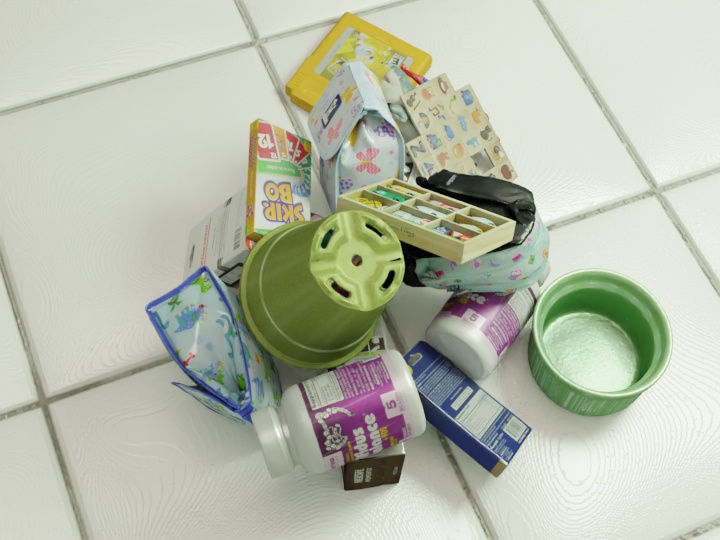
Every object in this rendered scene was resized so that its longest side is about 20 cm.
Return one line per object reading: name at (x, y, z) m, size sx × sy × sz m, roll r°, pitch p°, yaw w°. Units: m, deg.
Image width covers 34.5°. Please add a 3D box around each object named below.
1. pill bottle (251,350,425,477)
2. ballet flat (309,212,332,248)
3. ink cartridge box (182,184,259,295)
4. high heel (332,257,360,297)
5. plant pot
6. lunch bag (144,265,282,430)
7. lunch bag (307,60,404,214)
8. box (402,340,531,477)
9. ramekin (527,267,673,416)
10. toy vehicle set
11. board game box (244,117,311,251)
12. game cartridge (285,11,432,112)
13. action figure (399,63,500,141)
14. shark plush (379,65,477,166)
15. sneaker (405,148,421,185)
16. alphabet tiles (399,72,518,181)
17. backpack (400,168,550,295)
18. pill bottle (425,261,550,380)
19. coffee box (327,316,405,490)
pill bottle at (-0.029, 0.182, 1.424) m, size 0.198 × 0.113 × 0.113 m, roll -20°, pitch 63°, yaw -6°
ballet flat at (-0.099, 0.009, 1.649) m, size 0.069 × 0.202 × 0.071 m, roll 13°, pitch 17°, yaw -45°
ink cartridge box at (-0.174, -0.040, 1.664) m, size 0.067 × 0.199 × 0.117 m, roll 25°, pitch 53°, yaw -31°
high heel at (0.000, 0.000, 1.613) m, size 0.067 × 0.097 × 0.199 m, roll 24°, pitch 28°, yaw 26°
plant pot at (-0.032, 0.009, 1.449) m, size 0.198 × 0.190 × 0.202 m, roll 6°, pitch 74°, yaw -20°
lunch bag at (-0.179, 0.124, 1.537) m, size 0.127 × 0.170 × 0.201 m, roll -36°, pitch 67°, yaw -1°
lunch bag at (-0.005, -0.177, 1.641) m, size 0.126 × 0.202 × 0.170 m, roll -5°, pitch 35°, yaw -9°
box at (0.132, 0.183, 1.572) m, size 0.200 × 0.033 × 0.121 m, roll 40°, pitch 28°, yaw 9°
ramekin at (0.332, 0.107, 1.641) m, size 0.197 × 0.098 × 0.202 m, roll 2°, pitch 60°, yaw -4°
toy vehicle set at (0.083, -0.067, 1.491) m, size 0.199 × 0.027 × 0.124 m, roll 22°, pitch 28°, yaw 31°
board game box at (-0.112, -0.106, 1.593) m, size 0.095 × 0.030 × 0.202 m, roll 21°, pitch 58°, yaw -35°
game cartridge at (-0.004, -0.318, 1.898) m, size 0.175 × 0.033 × 0.201 m, roll 29°, pitch 61°, yaw 12°
action figure at (0.138, -0.255, 1.855) m, size 0.199 × 0.052 × 0.066 m, roll 31°, pitch 68°, yaw 2°
shark plush at (0.106, -0.229, 1.802) m, size 0.199 × 0.091 × 0.084 m, roll 36°, pitch 72°, yaw 2°
sneaker at (0.074, -0.100, 1.759) m, size 0.080 × 0.075 × 0.202 m, roll 18°, pitch 60°, yaw -5°
alphabet tiles at (0.142, -0.198, 1.787) m, size 0.166 × 0.008 × 0.201 m, roll -31°, pitch 95°, yaw -31°
backpack at (0.159, -0.046, 1.588) m, size 0.198 × 0.127 × 0.168 m, roll 0°, pitch 57°, yaw 26°
pill bottle at (0.188, 0.049, 1.654) m, size 0.112 × 0.113 × 0.200 m, roll 32°, pitch 62°, yaw 14°
coffee box at (0.004, 0.180, 1.563) m, size 0.079 × 0.113 × 0.202 m, roll -5°, pitch 60°, yaw -7°
